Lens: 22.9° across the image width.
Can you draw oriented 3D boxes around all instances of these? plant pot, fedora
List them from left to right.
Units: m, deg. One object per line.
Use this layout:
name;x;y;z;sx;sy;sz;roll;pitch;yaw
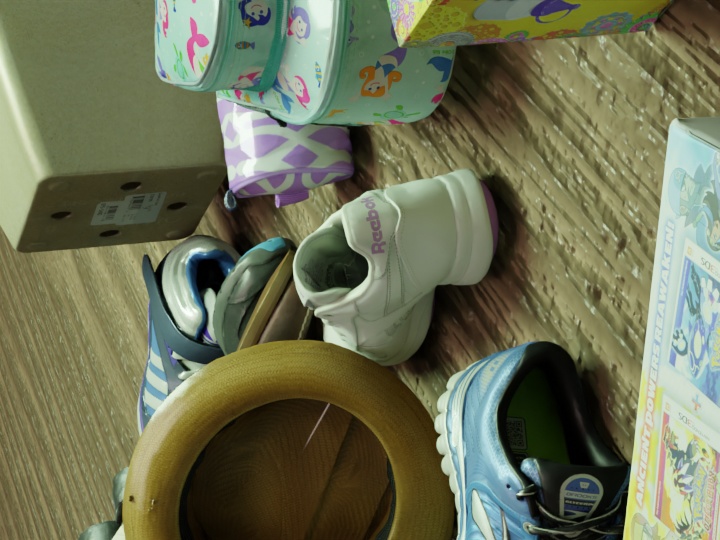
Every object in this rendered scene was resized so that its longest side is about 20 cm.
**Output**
plant pot;-0.187;-0.122;1.271;0.200;0.199;0.178;129;132;-61
fedora;-0.040;0.126;1.035;0.082;0.200;0.201;-80;-8;-72

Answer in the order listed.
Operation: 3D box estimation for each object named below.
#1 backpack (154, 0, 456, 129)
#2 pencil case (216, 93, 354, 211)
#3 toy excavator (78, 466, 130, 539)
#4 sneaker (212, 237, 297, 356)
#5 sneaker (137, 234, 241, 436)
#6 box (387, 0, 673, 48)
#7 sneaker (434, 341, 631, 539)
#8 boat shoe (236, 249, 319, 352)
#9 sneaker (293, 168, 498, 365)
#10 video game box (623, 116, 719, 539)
backpack;-0.027;-0.162;0.943;0.200;0.150;0.178;26;117;59
pencil case;-0.053;-0.140;1.102;0.086;0.084;0.201;57;-153;-84
toy excavator;-0.088;0.226;1.160;0.195;0.199;0.100;-55;33;40
sneaker;-0.052;0.072;1.189;0.082;0.073;0.201;33;131;37
sneaker;-0.116;0.074;1.310;0.146;0.080;0.201;141;126;-70
box;0.079;-0.218;0.678;0.200;0.122;0.193;130;129;-62
sneaker;0.081;0.125;0.813;0.089;0.078;0.201;130;136;-59
boat shoe;-0.051;0.074;1.107;0.070;0.070;0.200;-59;-5;-50
sneaker;0.000;0.000;0.969;0.200;0.099;0.075;125;134;-61
video game box;0.163;0.064;0.640;0.182;0.047;0.201;-139;47;-58
